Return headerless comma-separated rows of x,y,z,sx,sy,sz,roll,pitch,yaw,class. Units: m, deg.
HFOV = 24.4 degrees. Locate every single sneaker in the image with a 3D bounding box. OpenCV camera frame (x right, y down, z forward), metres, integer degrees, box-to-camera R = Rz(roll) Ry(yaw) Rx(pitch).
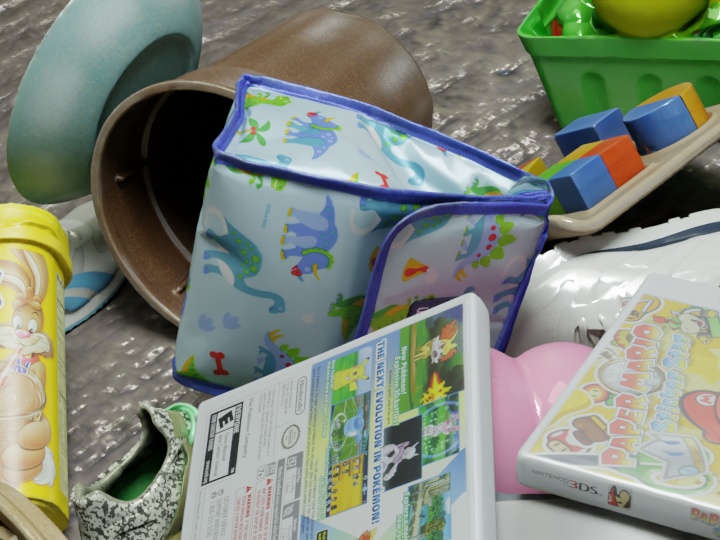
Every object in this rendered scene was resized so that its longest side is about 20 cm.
-0.100,0.108,0.997,0.076,0.089,0.200,13,43,34,sneaker
0.171,0.024,1.041,0.199,0.077,0.081,-20,45,-6,sneaker
-0.238,0.001,1.204,0.076,0.081,0.200,11,41,34,sneaker

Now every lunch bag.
0.000,0.000,0.991,0.198,0.171,0.128,14,34,-3,lunch bag

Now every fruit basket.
0.220,-0.203,1.217,0.214,0.217,0.156,5,34,25,fruit basket

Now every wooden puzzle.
0.159,-0.074,1.131,0.199,0.047,0.185,-30,8,-25,wooden puzzle

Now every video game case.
0.199,0.070,0.839,0.181,0.023,0.200,13,33,24,video game case
-0.015,0.118,0.843,0.181,0.022,0.201,-23,39,23,video game case

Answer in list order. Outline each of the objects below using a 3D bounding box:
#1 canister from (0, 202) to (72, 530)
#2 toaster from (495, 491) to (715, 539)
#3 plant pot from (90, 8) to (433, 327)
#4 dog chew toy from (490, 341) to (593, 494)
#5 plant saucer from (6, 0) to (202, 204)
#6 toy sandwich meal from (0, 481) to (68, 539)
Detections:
-0.254,0.071,1.045,0.147,0.087,0.201,-9,61,3,canister
0.095,0.185,0.802,0.198,0.114,0.130,-1,39,13,toaster
-0.054,-0.079,1.167,0.199,0.202,0.198,5,32,25,plant pot
0.103,0.095,0.925,0.198,0.125,0.125,-8,34,-5,dog chew toy
-0.162,-0.124,1.146,0.039,0.202,0.201,33,52,17,plant saucer
-0.166,0.197,0.820,0.070,0.206,0.205,-32,38,-28,toy sandwich meal
